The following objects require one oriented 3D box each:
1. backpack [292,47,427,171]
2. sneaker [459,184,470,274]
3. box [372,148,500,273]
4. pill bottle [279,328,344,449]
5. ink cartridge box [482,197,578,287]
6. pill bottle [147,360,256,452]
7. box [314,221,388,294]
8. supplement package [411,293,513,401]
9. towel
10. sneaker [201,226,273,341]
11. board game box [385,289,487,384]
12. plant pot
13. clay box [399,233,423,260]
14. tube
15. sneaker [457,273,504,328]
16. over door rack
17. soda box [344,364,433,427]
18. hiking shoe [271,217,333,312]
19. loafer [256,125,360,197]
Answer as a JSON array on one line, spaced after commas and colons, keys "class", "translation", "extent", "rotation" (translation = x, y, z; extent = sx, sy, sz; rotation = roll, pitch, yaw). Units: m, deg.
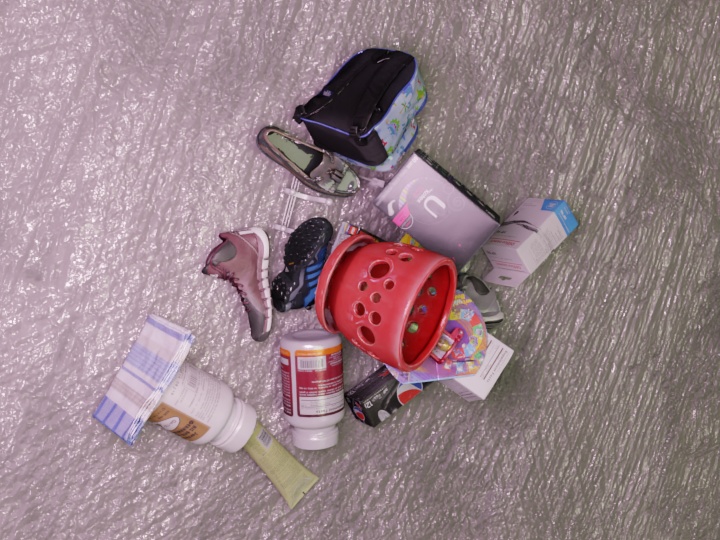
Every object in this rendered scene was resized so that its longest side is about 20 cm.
[{"class": "backpack", "translation": [0.019, -0.284, 1.650], "extent": [0.200, 0.183, 0.147], "rotation": [-55, 143, -17]}, {"class": "sneaker", "translation": [0.187, -0.083, 1.833], "extent": [0.077, 0.085, 0.200], "rotation": [-22, 108, -27]}, {"class": "box", "translation": [0.137, -0.107, 1.673], "extent": [0.200, 0.106, 0.122], "rotation": [39, 104, -1]}, {"class": "pill bottle", "translation": [-0.086, 0.213, 1.690], "extent": [0.113, 0.113, 0.201], "rotation": [-8, 102, -31]}, {"class": "ink cartridge box", "translation": [0.331, -0.060, 1.907], "extent": [0.200, 0.116, 0.068], "rotation": [-44, 116, -20]}, {"class": "pill bottle", "translation": [-0.278, 0.226, 1.571], "extent": [0.200, 0.114, 0.115], "rotation": [35, 78, -31]}, {"class": "box", "translation": [0.000, 0.000, 1.695], "extent": [0.200, 0.040, 0.137], "rotation": [22, 89, -64]}, {"class": "supplement package", "translation": [0.164, 0.144, 1.746], "extent": [0.200, 0.114, 0.110], "rotation": [34, 77, -2]}, {"class": "towel", "translation": [-0.350, 0.168, 1.499], "extent": [0.024, 0.147, 0.200], "rotation": [36, 79, -39]}, {"class": "sneaker", "translation": [-0.216, 0.026, 1.614], "extent": [0.115, 0.076, 0.201], "rotation": [-3, 88, -26]}, {"class": "board game box", "translation": [0.133, 0.116, 1.667], "extent": [0.199, 0.039, 0.158], "rotation": [-6, 82, -9]}, {"class": "plant pot", "translation": [0.039, 0.045, 1.552], "extent": [0.200, 0.182, 0.201], "rotation": [-41, 142, -43]}, {"class": "clay box", "translation": [0.080, 0.009, 1.752], "extent": [0.200, 0.048, 0.115], "rotation": [-49, 149, -32]}, {"class": "tube", "translation": [-0.155, 0.350, 1.708], "extent": [0.058, 0.052, 0.200], "rotation": [-26, 121, 18]}, {"class": "sneaker", "translation": [0.184, 0.062, 1.873], "extent": [0.200, 0.075, 0.116], "rotation": [-2, 72, -17]}, {"class": "over door rack", "translation": [-0.047, -0.119, 1.694], "extent": [0.200, 0.067, 0.148], "rotation": [16, 89, -32]}, {"class": "soda box", "translation": [0.070, 0.216, 1.811], "extent": [0.200, 0.071, 0.063], "rotation": [-34, 112, -24]}, {"class": "hiking shoe", "translation": [-0.090, -0.014, 1.653], "extent": [0.087, 0.074, 0.200], "rotation": [-1, 132, -41]}, {"class": "loafer", "translation": [-0.088, -0.184, 1.608], "extent": [0.200, 0.063, 0.072], "rotation": [28, 87, -11]}]
